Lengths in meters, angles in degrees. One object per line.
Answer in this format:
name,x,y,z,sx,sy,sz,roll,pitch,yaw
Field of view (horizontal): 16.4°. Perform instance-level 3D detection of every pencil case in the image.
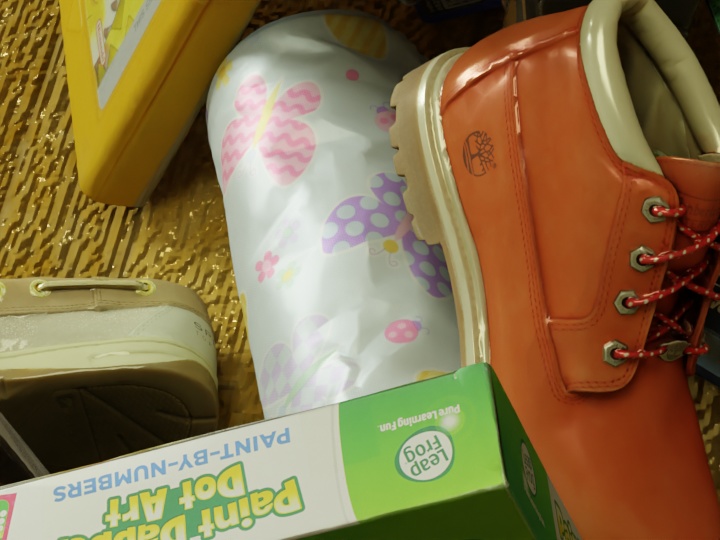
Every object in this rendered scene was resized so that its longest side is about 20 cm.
pencil case,0.000,0.000,0.889,0.090,0.083,0.201,-28,50,16

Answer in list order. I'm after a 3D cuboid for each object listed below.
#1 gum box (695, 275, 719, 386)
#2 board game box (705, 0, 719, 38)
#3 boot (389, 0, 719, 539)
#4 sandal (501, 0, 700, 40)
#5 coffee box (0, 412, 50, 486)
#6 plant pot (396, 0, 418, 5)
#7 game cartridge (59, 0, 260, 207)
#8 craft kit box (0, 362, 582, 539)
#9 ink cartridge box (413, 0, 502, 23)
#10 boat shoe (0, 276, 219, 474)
gum box,0.225,-0.014,0.827,0.169,0.045,0.200,32,74,35
board game box,0.166,-0.135,0.908,0.104,0.024,0.201,-28,34,15
boot,0.083,0.011,0.793,0.107,0.075,0.202,-25,82,43
sandal,0.084,-0.088,0.876,0.081,0.202,0.055,-10,19,-22
coffee box,-0.153,0.092,0.813,0.113,0.200,0.080,-37,55,-8
plant pot,-0.023,-0.241,0.809,0.176,0.201,0.200,20,56,23
game cartridge,-0.071,-0.154,0.971,0.032,0.200,0.177,8,49,-23
craft kit box,-0.025,0.116,0.747,0.196,0.200,0.049,-18,53,10
ink cartridge box,0.034,-0.195,0.975,0.076,0.137,0.201,-11,54,16
boat shoe,-0.149,0.037,0.927,0.198,0.074,0.067,1,41,1
